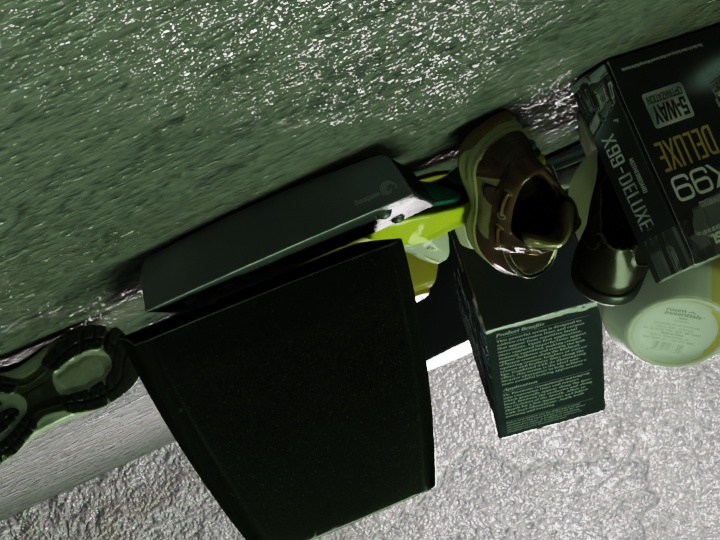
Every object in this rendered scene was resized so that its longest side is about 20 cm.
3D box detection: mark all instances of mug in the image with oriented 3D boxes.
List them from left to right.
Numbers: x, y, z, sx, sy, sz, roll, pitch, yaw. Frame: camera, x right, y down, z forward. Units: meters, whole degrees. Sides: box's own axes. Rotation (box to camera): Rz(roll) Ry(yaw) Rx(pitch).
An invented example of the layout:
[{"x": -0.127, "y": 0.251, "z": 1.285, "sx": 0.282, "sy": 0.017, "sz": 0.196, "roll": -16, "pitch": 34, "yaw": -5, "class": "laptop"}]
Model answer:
[{"x": 0.258, "y": -0.015, "z": 1.687, "sx": 0.185, "sy": 0.154, "sz": 0.150, "roll": -22, "pitch": 133, "yaw": 22, "class": "mug"}]

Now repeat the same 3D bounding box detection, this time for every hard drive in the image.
[{"x": -0.052, "y": -0.025, "z": 1.493, "sx": 0.199, "sy": 0.043, "sz": 0.135, "roll": -23, "pitch": 175, "yaw": 8, "class": "hard drive"}]

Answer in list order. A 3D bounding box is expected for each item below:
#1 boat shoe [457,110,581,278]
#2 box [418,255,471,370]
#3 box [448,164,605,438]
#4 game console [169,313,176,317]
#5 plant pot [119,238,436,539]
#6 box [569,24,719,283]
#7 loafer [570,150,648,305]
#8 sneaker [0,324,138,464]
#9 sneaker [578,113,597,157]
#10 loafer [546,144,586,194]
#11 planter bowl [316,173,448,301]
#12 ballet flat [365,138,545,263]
[{"x": 0.124, "y": -0.039, "z": 1.594, "sx": 0.072, "sy": 0.072, "sz": 0.200, "roll": -38, "pitch": 151, "yaw": -11, "class": "boat shoe"}, {"x": 0.092, "y": 0.026, "z": 2.241, "sx": 0.198, "sy": 0.124, "sz": 0.199, "roll": -29, "pitch": 173, "yaw": 36, "class": "box"}, {"x": 0.148, "y": 0.031, "z": 1.925, "sx": 0.106, "sy": 0.149, "sz": 0.201, "roll": -15, "pitch": 147, "yaw": -2, "class": "box"}, {"x": -0.083, "y": 0.080, "z": 1.916, "sx": 0.176, "sy": 0.031, "sz": 0.199, "roll": -23, "pitch": 138, "yaw": 37, "class": "game console"}, {"x": -0.046, "y": 0.095, "z": 1.559, "sx": 0.198, "sy": 0.179, "sz": 0.200, "roll": -22, "pitch": -178, "yaw": -9, "class": "plant pot"}, {"x": 0.265, "y": -0.096, "z": 1.585, "sx": 0.199, "sy": 0.159, "sz": 0.050, "roll": -19, "pitch": 174, "yaw": -36, "class": "box"}, {"x": 0.212, "y": -0.071, "z": 1.611, "sx": 0.072, "sy": 0.201, "sz": 0.071, "roll": 16, "pitch": 152, "yaw": 0, "class": "loafer"}, {"x": -0.271, "y": 0.104, "z": 1.679, "sx": 0.198, "sy": 0.078, "sz": 0.089, "roll": -20, "pitch": -177, "yaw": -15, "class": "sneaker"}, {"x": 0.230, "y": -0.104, "z": 1.810, "sx": 0.081, "sy": 0.075, "sz": 0.200, "roll": -19, "pitch": 176, "yaw": 4, "class": "sneaker"}, {"x": 0.145, "y": -0.055, "z": 1.972, "sx": 0.199, "sy": 0.063, "sz": 0.072, "roll": -25, "pitch": 176, "yaw": 6, "class": "loafer"}, {"x": 0.000, "y": 0.000, "z": 1.759, "sx": 0.199, "sy": 0.084, "sz": 0.200, "roll": -24, "pitch": 175, "yaw": -2, "class": "planter bowl"}, {"x": 0.068, "y": -0.044, "z": 1.642, "sx": 0.199, "sy": 0.068, "sz": 0.067, "roll": -22, "pitch": -152, "yaw": -36, "class": "ballet flat"}]
